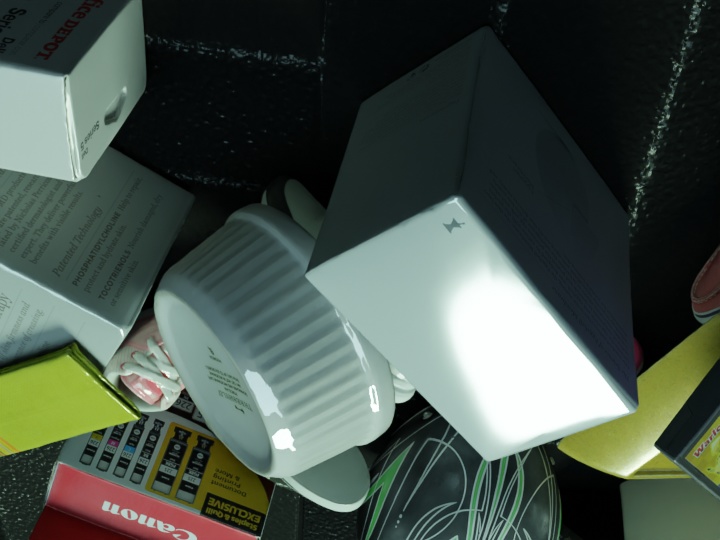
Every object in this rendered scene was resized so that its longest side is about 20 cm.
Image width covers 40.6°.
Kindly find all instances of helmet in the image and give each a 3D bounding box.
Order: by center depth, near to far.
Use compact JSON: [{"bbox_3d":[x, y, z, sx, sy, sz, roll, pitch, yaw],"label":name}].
[{"bbox_3d":[0.090,0.224,0.892,0.199,0.201,0.191,22,148,-7],"label":"helmet"}]

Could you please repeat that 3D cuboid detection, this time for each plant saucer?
[{"bbox_3d":[0.292,0.112,0.774,0.199,0.049,0.200,6,139,-34],"label":"plant saucer"}]

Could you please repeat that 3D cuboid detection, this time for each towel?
[{"bbox_3d":[-0.270,0.108,0.754,0.199,0.018,0.086,-17,131,25],"label":"towel"}]

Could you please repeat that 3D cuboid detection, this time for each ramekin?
[{"bbox_3d":[-0.072,0.059,0.718,0.202,0.094,0.203,42,149,32],"label":"ramekin"}]

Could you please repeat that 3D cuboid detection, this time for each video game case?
[{"bbox_3d":[0.314,0.082,0.687,0.181,0.025,0.200,37,92,-39],"label":"video game case"}]

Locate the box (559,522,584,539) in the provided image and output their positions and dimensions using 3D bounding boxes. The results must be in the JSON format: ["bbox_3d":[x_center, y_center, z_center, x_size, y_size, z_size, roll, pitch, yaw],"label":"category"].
[{"bbox_3d":[0.253,0.315,0.965,0.200,0.143,0.036,40,85,-23],"label":"box"}]

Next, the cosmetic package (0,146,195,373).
[{"bbox_3d":[-0.271,-0.010,0.770,0.200,0.167,0.167,29,131,-12],"label":"cosmetic package"}]

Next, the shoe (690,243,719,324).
[{"bbox_3d":[0.281,-0.048,0.687,0.091,0.072,0.200,28,125,-11],"label":"shoe"}]

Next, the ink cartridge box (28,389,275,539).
[{"bbox_3d":[-0.188,0.205,0.931,0.199,0.176,0.084,22,131,-8],"label":"ink cartridge box"}]

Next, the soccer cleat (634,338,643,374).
[{"bbox_3d":[0.142,0.084,0.836,0.199,0.070,0.086,-2,140,20],"label":"soccer cleat"}]

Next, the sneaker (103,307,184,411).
[{"bbox_3d":[-0.149,0.063,0.850,0.200,0.105,0.075,-27,118,29],"label":"sneaker"}]

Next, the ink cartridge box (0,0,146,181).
[{"bbox_3d":[-0.263,-0.147,0.664,0.199,0.146,0.084,10,130,3],"label":"ink cartridge box"}]

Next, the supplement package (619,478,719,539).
[{"bbox_3d":[0.317,0.278,0.868,0.117,0.200,0.117,-33,117,32],"label":"supplement package"}]

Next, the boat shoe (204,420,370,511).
[{"bbox_3d":[-0.073,0.162,0.908,0.200,0.071,0.064,35,140,25],"label":"boat shoe"}]

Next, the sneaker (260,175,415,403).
[{"bbox_3d":[0.000,0.000,0.749,0.080,0.074,0.200,-43,78,26],"label":"sneaker"}]

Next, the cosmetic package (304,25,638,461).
[{"bbox_3d":[0.086,-0.017,0.664,0.123,0.200,0.199,-27,119,30],"label":"cosmetic package"}]
